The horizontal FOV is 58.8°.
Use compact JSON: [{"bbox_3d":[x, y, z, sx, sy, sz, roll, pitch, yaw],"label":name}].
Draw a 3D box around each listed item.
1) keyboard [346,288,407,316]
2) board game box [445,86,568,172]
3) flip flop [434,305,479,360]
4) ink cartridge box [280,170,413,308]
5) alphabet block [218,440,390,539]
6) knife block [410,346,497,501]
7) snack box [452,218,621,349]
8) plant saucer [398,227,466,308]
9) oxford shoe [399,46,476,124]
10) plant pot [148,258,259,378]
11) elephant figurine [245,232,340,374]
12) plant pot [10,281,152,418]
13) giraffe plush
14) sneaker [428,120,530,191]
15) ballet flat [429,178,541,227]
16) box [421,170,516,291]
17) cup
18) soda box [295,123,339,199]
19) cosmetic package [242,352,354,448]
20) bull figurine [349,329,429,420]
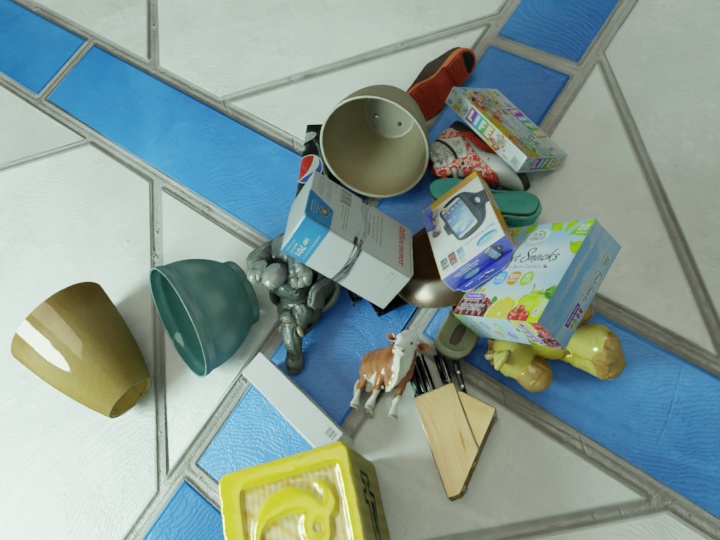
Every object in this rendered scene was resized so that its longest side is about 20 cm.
[{"bbox_3d":[0.000,0.000,1.146,0.103,0.040,0.201,-20,60,-22],"label":"keyboard"},{"bbox_3d":[0.259,-0.254,1.137,0.133,0.034,0.201,-11,53,-42],"label":"board game box"},{"bbox_3d":[0.174,0.057,1.031,0.080,0.058,0.201,16,47,22],"label":"flip flop"},{"bbox_3d":[-0.018,-0.051,1.039,0.086,0.198,0.147,-48,20,30],"label":"ink cartridge box"},{"bbox_3d":[-0.067,0.373,0.897,0.193,0.200,0.199,-19,64,6],"label":"alphabet block"},{"bbox_3d":[0.115,0.226,0.992,0.174,0.064,0.202,21,74,22],"label":"knife block"},{"bbox_3d":[0.245,0.017,0.912,0.068,0.199,0.170,40,75,-20],"label":"snack box"},{"bbox_3d":[0.141,-0.024,1.068,0.198,0.037,0.202,-17,41,16],"label":"plant saucer"},{"bbox_3d":[0.136,-0.360,1.255,0.199,0.071,0.073,-40,35,-2],"label":"oxford shoe"},{"bbox_3d":[-0.258,0.063,1.102,0.133,0.202,0.201,-26,59,-29],"label":"plant pot"},{"bbox_3d":[-0.107,0.043,1.095,0.154,0.202,0.142,-29,38,-5],"label":"elephant figurine"},{"bbox_3d":[-0.468,0.156,1.120,0.200,0.187,0.187,42,81,12],"label":"plant pot"},{"bbox_3d":[0.272,0.110,0.961,0.161,0.173,0.201,-37,55,4],"label":"giraffe plush"},{"bbox_3d":[0.201,-0.177,1.147,0.108,0.067,0.201,-41,60,-5],"label":"sneaker"},{"bbox_3d":[0.215,-0.110,1.111,0.197,0.071,0.068,13,69,22],"label":"ballet flat"},{"bbox_3d":[0.167,-0.059,1.003,0.119,0.041,0.201,-37,34,21],"label":"box"},{"bbox_3d":[0.041,-0.257,1.170,0.197,0.202,0.144,5,42,16],"label":"cup"},{"bbox_3d":[-0.077,-0.177,1.213,0.062,0.071,0.203,0,67,15],"label":"soda box"},{"bbox_3d":[-0.102,0.223,1.039,0.199,0.083,0.051,39,82,26],"label":"cosmetic package"},{"bbox_3d":[0.039,0.160,0.979,0.064,0.200,0.123,25,73,-7],"label":"bull figurine"}]
